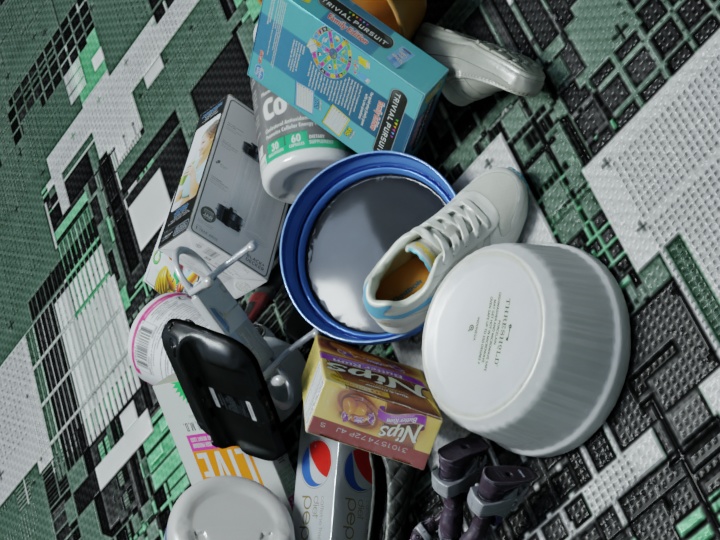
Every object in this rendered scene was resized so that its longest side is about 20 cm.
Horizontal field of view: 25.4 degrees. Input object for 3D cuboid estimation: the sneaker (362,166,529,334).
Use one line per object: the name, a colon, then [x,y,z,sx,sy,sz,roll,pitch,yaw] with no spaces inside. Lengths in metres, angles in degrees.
sneaker: [0.085,-0.022,1.528,0.076,0.081,0.200,43,88,19]

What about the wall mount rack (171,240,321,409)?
wall mount rack: [-0.113,0.051,1.591,0.074,0.174,0.200,-35,95,21]

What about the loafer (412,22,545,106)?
loafer: [0.115,-0.197,1.603,0.200,0.070,0.070,33,109,58]

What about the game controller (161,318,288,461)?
game controller: [-0.131,0.120,1.575,0.104,0.200,0.042,11,55,19]

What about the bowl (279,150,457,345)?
bowl: [0.017,-0.021,1.618,0.200,0.039,0.201,-5,75,19]

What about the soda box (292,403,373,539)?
soda box: [-0.024,0.234,1.634,0.068,0.064,0.201,-9,73,49]

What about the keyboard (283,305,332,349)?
keyboard: [0.000,0.000,1.699,0.104,0.040,0.200,30,92,47]

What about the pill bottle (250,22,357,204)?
pill bottle: [-0.064,-0.184,1.772,0.113,0.113,0.201,-32,56,40]

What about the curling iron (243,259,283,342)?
curling iron: [-0.100,0.035,1.744,0.049,0.026,0.200,6,39,16]

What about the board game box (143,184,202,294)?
board game box: [-0.192,-0.054,1.948,0.126,0.035,0.201,31,103,50]

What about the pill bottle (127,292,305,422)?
pill bottle: [-0.160,0.101,1.791,0.200,0.113,0.114,19,94,43]

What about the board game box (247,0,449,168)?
board game box: [-0.016,-0.204,1.639,0.200,0.047,0.151,36,149,10]

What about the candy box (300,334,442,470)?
candy box: [0.007,0.122,1.521,0.200,0.116,0.057,-109,39,-78]

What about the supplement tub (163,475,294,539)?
supplement tub: [-0.147,0.315,1.650,0.200,0.131,0.132,109,149,-48]

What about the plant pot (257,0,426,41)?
plant pot: [0.004,-0.347,1.678,0.200,0.200,0.184,2,51,50]

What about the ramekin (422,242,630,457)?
ramekin: [0.142,0.066,1.462,0.202,0.094,0.203,-20,64,46]

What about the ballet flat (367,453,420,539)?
ballet flat: [0.016,0.256,1.577,0.066,0.057,0.201,168,114,-66]

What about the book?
book: [-0.131,0.199,1.709,0.133,0.048,0.201,-12,104,43]

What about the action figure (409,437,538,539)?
action figure: [0.093,0.256,1.481,0.130,0.069,0.201,41,127,37]

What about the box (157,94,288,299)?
box: [-0.142,-0.083,1.788,0.060,0.116,0.201,-29,38,43]
